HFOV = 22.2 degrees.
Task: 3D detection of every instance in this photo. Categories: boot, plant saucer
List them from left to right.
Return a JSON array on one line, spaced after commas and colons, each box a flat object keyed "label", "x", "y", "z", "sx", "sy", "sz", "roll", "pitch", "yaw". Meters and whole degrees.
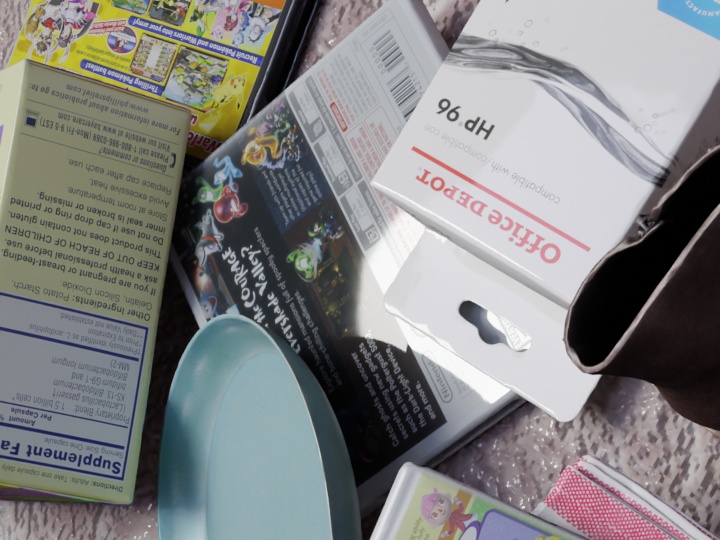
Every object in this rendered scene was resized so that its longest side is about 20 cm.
[{"label": "plant saucer", "x": -0.046, "y": 0.120, "z": 0.833, "sx": 0.200, "sy": 0.027, "sz": 0.202, "roll": 8, "pitch": 99, "yaw": 63}, {"label": "boot", "x": 0.179, "y": -0.018, "z": 0.655, "sx": 0.200, "sy": 0.166, "sz": 0.073, "roll": -49, "pitch": 53, "yaw": 16}]

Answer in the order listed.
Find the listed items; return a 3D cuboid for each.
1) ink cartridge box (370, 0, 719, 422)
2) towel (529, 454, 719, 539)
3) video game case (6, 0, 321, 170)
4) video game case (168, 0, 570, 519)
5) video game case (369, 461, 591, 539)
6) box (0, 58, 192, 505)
[{"label": "ink cartridge box", "x": 0.088, "y": -0.052, "z": 0.776, "sx": 0.116, "sy": 0.068, "sz": 0.201, "roll": 31, "pitch": 90, "yaw": 29}, {"label": "towel", "x": 0.088, "y": 0.190, "z": 0.701, "sx": 0.146, "sy": 0.030, "sz": 0.201, "roll": 34, "pitch": 87, "yaw": 12}, {"label": "video game case", "x": -0.102, "y": -0.156, "z": 1.009, "sx": 0.199, "sy": 0.025, "sz": 0.182, "roll": 21, "pitch": 90, "yaw": 39}, {"label": "video game case", "x": 0.000, "y": 0.000, "z": 0.872, "sx": 0.181, "sy": 0.023, "sz": 0.201, "roll": -38, "pitch": 64, "yaw": 23}, {"label": "video game case", "x": 0.059, "y": 0.199, "z": 0.677, "sx": 0.181, "sy": 0.022, "sz": 0.202, "roll": 23, "pitch": 86, "yaw": 10}, {"label": "box", "x": -0.181, "y": 0.014, "z": 0.944, "sx": 0.175, "sy": 0.096, "sz": 0.202, "roll": -10, "pitch": 69, "yaw": 55}]
